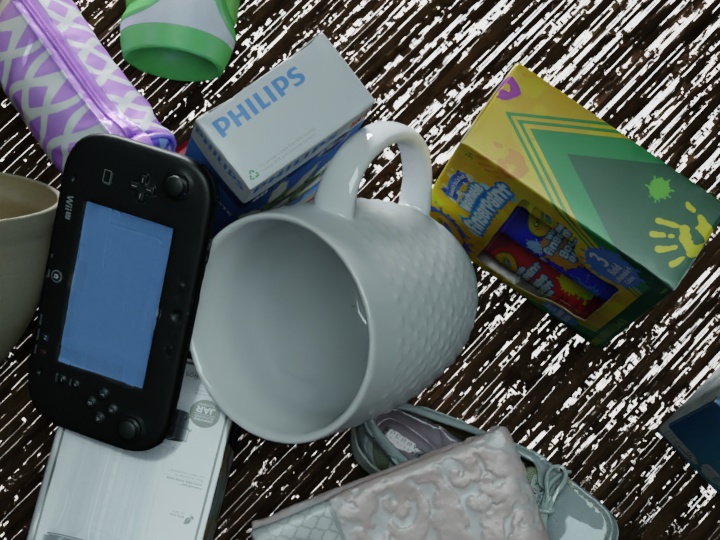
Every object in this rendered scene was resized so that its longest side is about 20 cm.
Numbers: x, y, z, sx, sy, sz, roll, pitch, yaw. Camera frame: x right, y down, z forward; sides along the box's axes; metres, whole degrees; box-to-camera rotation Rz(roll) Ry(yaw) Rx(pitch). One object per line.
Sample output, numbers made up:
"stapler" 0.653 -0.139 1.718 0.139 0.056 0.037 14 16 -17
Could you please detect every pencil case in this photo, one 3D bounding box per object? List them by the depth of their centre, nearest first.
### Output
"pencil case" -0.208 -0.140 1.385 0.084 0.086 0.200 -29 74 -31

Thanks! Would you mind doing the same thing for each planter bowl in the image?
"planter bowl" -0.297 0.013 1.311 0.200 0.200 0.135 1 104 -7

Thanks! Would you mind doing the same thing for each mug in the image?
"mug" 0.000 0.000 1.311 0.148 0.175 0.200 20 109 30

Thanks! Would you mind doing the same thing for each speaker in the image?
"speaker" -0.119 -0.241 1.433 0.088 0.088 0.200 9 76 -5

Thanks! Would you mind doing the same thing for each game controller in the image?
"game controller" -0.153 0.014 1.278 0.104 0.042 0.200 15 106 8

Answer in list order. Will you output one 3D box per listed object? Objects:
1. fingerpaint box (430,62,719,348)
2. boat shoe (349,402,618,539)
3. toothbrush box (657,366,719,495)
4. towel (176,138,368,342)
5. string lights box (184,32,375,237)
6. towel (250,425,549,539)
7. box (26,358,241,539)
"fingerpaint box" 0.135 -0.037 1.359 0.167 0.200 0.073 35 75 1
"boat shoe" 0.087 0.147 1.379 0.202 0.065 0.074 31 75 0
"toothbrush box" 0.317 0.143 1.368 0.085 0.146 0.200 -42 85 -14
"towel" -0.076 -0.010 1.418 0.145 0.022 0.200 -36 86 -16
"string lights box" -0.063 -0.076 1.320 0.103 0.200 0.059 -36 86 -16
"towel" 0.044 0.228 1.339 0.191 0.032 0.200 -20 94 -3
"box" -0.153 0.155 1.338 0.117 0.060 0.200 12 78 4
